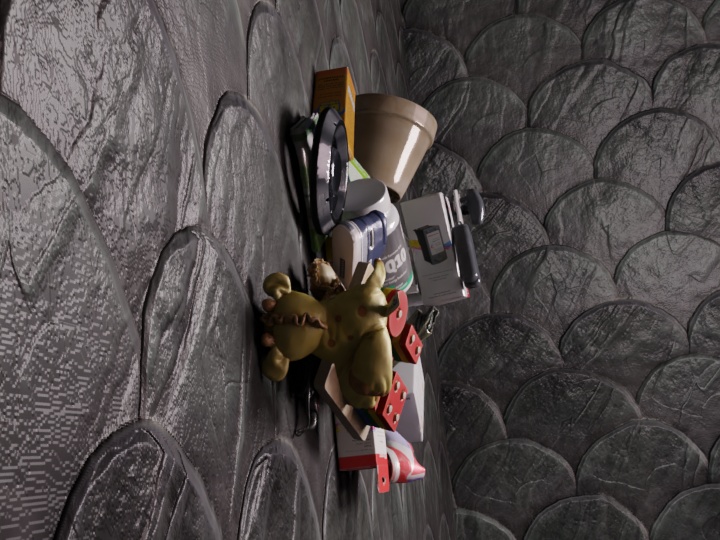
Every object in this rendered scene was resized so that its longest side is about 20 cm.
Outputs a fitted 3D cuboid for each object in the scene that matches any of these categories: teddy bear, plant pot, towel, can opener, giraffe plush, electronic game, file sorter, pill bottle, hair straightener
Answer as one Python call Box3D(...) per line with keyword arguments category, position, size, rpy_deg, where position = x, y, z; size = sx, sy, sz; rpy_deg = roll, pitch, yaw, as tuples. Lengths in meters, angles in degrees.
Box3D(category="teddy bear", position=(-0.045, 0.052, 1.560), size=(0.146, 0.067, 0.200), rpy_deg=(60, -2, 0))
Box3D(category="plant pot", position=(0.043, -0.238, 2.092), size=(0.200, 0.199, 0.175), rpy_deg=(62, 40, -67))
Box3D(category="towel", position=(0.061, 0.144, 1.887), size=(0.035, 0.200, 0.193), rpy_deg=(47, 13, -1))
Box3D(category="can opener", position=(0.207, -0.066, 1.912), size=(0.053, 0.066, 0.201), rpy_deg=(56, 23, -59))
Box3D(category="giraffe plush", position=(-0.049, 0.080, 1.295), size=(0.201, 0.161, 0.173), rpy_deg=(105, -20, -51))
Box3D(category="electronic game", position=(-0.052, -0.156, 1.622), size=(0.200, 0.041, 0.201), rpy_deg=(3, 90, -81))
Box3D(category="file sorter", position=(0.047, 0.007, 2.005), size=(0.200, 0.138, 0.125), rpy_deg=(41, 40, -77))
Box3D(category="pill bottle", position=(0.020, -0.053, 1.788), size=(0.113, 0.112, 0.201), rpy_deg=(-86, 164, -51))
Box3D(category="towel", position=(-0.081, -0.145, 1.668), size=(0.149, 0.030, 0.201), rpy_deg=(-65, 150, -69))
Box3D(category="hair straightener", position=(-0.079, 0.134, 1.431), size=(0.077, 0.041, 0.201), rpy_deg=(71, 19, -53))

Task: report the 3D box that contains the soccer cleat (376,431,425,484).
Box3D(category="soccer cleat", position=(0.053, 0.315, 1.840), size=(0.200, 0.073, 0.069), rpy_deg=(-124, -136, -62))

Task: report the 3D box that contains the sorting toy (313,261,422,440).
Box3D(category="sorting toy", position=(0.024, 0.125, 1.497), size=(0.199, 0.069, 0.201), rpy_deg=(61, 44, -55))

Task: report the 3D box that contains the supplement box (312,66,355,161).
Box3D(category="supplement box", position=(-0.048, -0.278, 1.840), size=(0.069, 0.066, 0.201), rpy_deg=(73, 12, -47))

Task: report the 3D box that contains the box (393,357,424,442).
Box3D(category="box", position=(0.075, 0.246, 2.114), size=(0.200, 0.097, 0.125), rpy_deg=(-83, 164, -60))

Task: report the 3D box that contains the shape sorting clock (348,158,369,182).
Box3D(category="shape sorting clock", position=(-0.014, -0.156, 1.903), size=(0.200, 0.039, 0.200), rpy_deg=(57, 17, -27))

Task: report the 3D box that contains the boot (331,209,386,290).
Box3D(category="boot", position=(0.000, 0.000, 1.689), size=(0.090, 0.073, 0.201), rpy_deg=(-25, 136, -38))

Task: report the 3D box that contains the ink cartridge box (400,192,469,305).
Box3D(category="ink cartridge box", position=(0.146, -0.037, 1.968), size=(0.148, 0.085, 0.201), rpy_deg=(14, 62, -79))

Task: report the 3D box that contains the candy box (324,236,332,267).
Box3D(category="candy box", position=(-0.034, 0.049, 1.795), size=(0.102, 0.026, 0.201), rpy_deg=(41, 42, -73))

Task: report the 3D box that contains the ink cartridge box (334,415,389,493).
Box3D(category="ink cartridge box", position=(0.001, 0.269, 1.707), size=(0.116, 0.067, 0.201), rpy_deg=(45, 39, -75))
